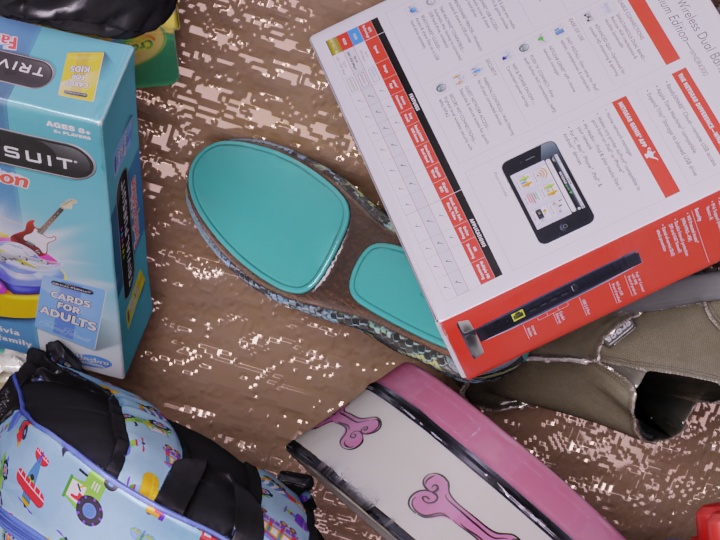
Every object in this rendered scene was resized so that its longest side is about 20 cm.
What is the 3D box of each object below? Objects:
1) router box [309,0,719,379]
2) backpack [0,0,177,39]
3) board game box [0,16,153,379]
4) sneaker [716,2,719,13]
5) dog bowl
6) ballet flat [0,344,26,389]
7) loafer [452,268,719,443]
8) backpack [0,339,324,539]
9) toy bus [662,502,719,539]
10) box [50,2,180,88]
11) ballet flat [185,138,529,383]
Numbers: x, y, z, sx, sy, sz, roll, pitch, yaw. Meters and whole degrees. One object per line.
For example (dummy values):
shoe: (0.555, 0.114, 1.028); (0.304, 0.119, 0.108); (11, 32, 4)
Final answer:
router box: (0.090, -0.069, 1.160); (0.179, 0.200, 0.049); (-25, 139, 2)
backpack: (-0.116, -0.210, 1.096); (0.126, 0.167, 0.201); (8, 99, -28)
board game box: (-0.177, -0.039, 1.142); (0.150, 0.047, 0.200); (13, 146, 8)
sneaker: (0.180, -0.069, 1.217); (0.070, 0.090, 0.200); (39, 98, -12)
dog bowl: (0.061, 0.124, 1.208); (0.200, 0.200, 0.074); (43, 84, -12)
ballet flat: (-0.149, 0.125, 1.240); (0.072, 0.072, 0.201); (-23, 97, 1)
loafer: (0.124, 0.047, 1.206); (0.075, 0.200, 0.070); (23, 62, -46)
backpack: (-0.098, 0.133, 1.116); (0.182, 0.200, 0.135); (30, 89, -13)
toy bus: (0.183, 0.219, 1.237); (0.135, 0.200, 0.193); (-4, 96, -4)
box: (-0.150, -0.183, 1.190); (0.117, 0.048, 0.201); (-6, 102, -4)
ballet flat: (0.000, 0.000, 1.220); (0.200, 0.074, 0.074); (33, 101, 26)
